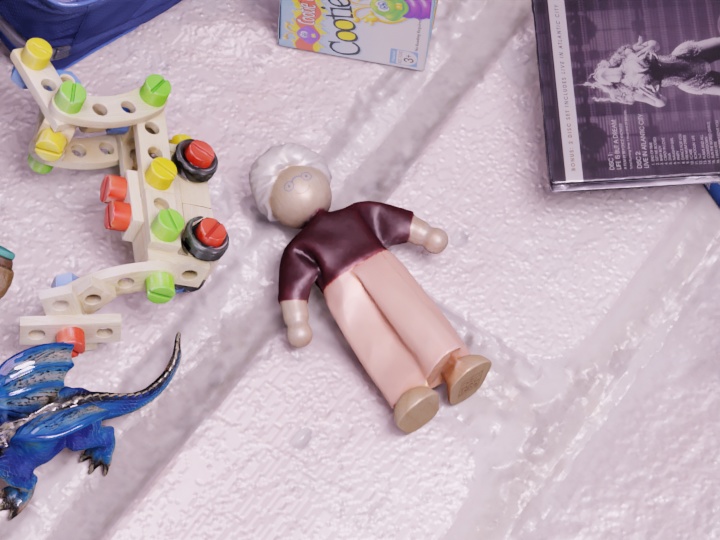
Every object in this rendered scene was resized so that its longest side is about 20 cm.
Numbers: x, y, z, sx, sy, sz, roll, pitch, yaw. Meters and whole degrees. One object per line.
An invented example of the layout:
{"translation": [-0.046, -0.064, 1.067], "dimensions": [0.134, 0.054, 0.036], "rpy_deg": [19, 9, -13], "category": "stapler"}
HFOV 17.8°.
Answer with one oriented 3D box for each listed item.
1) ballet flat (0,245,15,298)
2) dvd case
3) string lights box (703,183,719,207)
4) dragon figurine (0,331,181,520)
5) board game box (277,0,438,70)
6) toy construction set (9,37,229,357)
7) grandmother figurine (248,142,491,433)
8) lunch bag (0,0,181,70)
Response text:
{"translation": [-0.299, -0.019, 1.415], "dimensions": [0.199, 0.068, 0.073], "rpy_deg": [29, 90, 23], "category": "ballet flat"}
{"translation": [0.213, -0.122, 1.462], "dimensions": [0.198, 0.016, 0.150], "rpy_deg": [-3, 63, 0], "category": "dvd case"}
{"translation": [0.256, -0.107, 1.497], "dimensions": [0.102, 0.059, 0.201], "rpy_deg": [-25, 63, -16], "category": "string lights box"}
{"translation": [-0.181, 0.083, 1.338], "dimensions": [0.199, 0.100, 0.059], "rpy_deg": [-25, 64, -17], "category": "dragon figurine"}
{"translation": [0.014, -0.251, 1.545], "dimensions": [0.102, 0.105, 0.201], "rpy_deg": [11, 60, 3], "category": "board game box"}
{"translation": [-0.155, -0.043, 1.419], "dimensions": [0.130, 0.092, 0.201], "rpy_deg": [10, 64, -26], "category": "toy construction set"}
{"translation": [0.000, 0.000, 1.423], "dimensions": [0.121, 0.061, 0.200], "rpy_deg": [-27, 66, -27], "category": "grandmother figurine"}
{"translation": [-0.177, -0.222, 1.505], "dimensions": [0.199, 0.132, 0.136], "rpy_deg": [-31, 81, -20], "category": "lunch bag"}
